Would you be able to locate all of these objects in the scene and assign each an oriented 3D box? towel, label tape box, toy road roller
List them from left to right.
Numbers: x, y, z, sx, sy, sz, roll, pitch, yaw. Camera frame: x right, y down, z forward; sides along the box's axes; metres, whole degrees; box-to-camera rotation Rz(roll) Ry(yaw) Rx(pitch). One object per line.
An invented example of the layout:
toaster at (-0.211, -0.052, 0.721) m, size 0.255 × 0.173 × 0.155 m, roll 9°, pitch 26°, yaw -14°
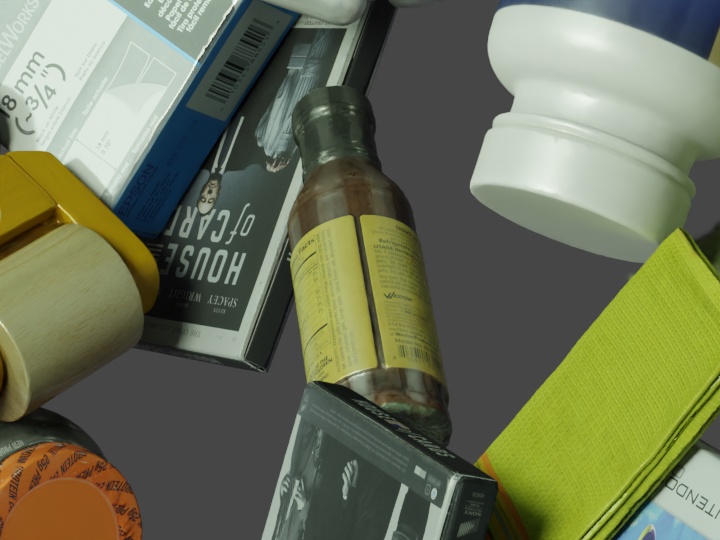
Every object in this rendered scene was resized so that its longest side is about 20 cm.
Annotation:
toy road roller at (-0.208, 0.011, 1.340) m, size 0.200 × 0.123 × 0.146 m, roll 41°, pitch 140°, yaw 22°
label tape box at (-0.151, -0.132, 1.385) m, size 0.200 × 0.063 × 0.145 m, roll 36°, pitch 98°, yaw 24°
towel at (0.078, 0.078, 1.064) m, size 0.200 × 0.018 × 0.086 m, roll -51°, pitch 37°, yaw 17°

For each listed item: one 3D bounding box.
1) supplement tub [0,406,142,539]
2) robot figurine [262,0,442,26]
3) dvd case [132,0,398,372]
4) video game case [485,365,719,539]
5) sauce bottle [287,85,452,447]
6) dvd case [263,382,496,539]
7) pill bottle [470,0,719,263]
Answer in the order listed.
supplement tub at (-0.203, 0.120, 1.355) m, size 0.200 × 0.122 × 0.123 m, roll 12°, pitch 78°, yaw 51°
robot figurine at (-0.012, -0.191, 1.285) m, size 0.199 × 0.113 × 0.170 m, roll 13°, pitch 62°, yaw 7°
dvd case at (-0.064, -0.052, 1.375) m, size 0.150 × 0.025 × 0.201 m, roll 7°, pitch 74°, yaw 52°
video game case at (0.097, 0.161, 1.044) m, size 0.181 × 0.045 × 0.201 m, roll 32°, pitch 94°, yaw 54°
sauce bottle at (0.000, 0.000, 1.238) m, size 0.065 × 0.065 × 0.201 m, roll -35°, pitch 44°, yaw 31°
dvd case at (-0.011, 0.160, 1.089) m, size 0.150 × 0.025 × 0.201 m, roll 27°, pitch 104°, yaw 63°
pill bottle at (0.121, -0.111, 1.117) m, size 0.119 × 0.119 × 0.201 m, roll 9°, pitch 77°, yaw 51°
